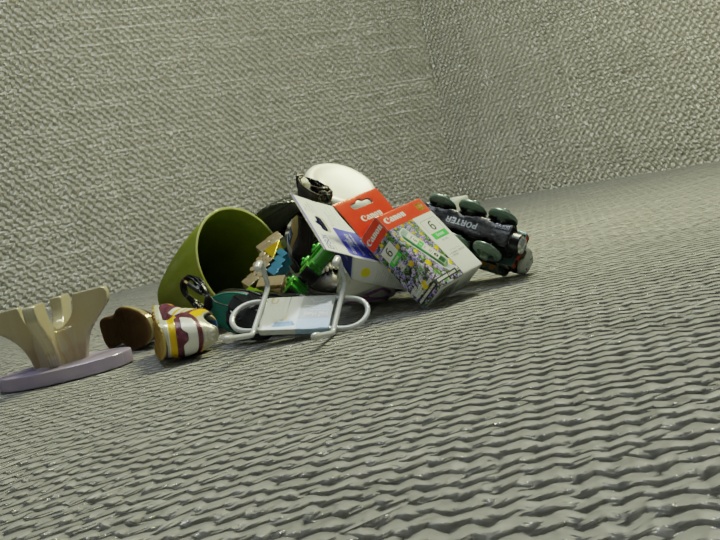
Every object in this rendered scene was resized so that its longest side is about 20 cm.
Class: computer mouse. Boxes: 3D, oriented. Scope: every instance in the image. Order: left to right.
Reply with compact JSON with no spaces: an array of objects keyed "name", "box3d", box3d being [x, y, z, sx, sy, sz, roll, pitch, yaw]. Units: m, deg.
[{"name":"computer mouse","box3d":[-0.196,0.050,1.393,0.198,0.060,0.034,20,15,36]}]

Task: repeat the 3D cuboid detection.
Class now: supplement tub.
[{"name":"supplement tub","box3d":[-0.060,-0.083,1.847,0.142,0.202,0.146,13,34,-9]}]

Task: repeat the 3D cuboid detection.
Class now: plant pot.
[{"name":"plant pot","box3d":[-0.257,0.017,1.671,0.199,0.190,0.186,-27,-6,42]}]

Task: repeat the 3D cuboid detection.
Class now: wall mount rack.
[{"name":"wall mount rack","box3d":[-0.092,0.054,1.266,0.196,0.075,0.175,-3,39,14]}]

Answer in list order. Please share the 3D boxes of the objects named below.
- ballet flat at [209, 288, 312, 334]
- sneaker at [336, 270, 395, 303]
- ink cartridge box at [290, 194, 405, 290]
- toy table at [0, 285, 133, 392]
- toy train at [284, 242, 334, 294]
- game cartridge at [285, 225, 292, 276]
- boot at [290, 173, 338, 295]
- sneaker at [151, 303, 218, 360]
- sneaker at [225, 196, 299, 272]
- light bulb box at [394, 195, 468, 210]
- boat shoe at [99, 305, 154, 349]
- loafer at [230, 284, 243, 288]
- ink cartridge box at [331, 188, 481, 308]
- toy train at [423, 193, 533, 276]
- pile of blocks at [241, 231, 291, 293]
[{"name":"ballet flat","box3d":[-0.130,0.063,1.412,0.197,0.069,0.068,4,3,35]},{"name":"sneaker","box3d":[0.000,0.000,1.510,0.074,0.102,0.200,-2,2,-17]},{"name":"ink cartridge box","box3d":[0.003,-0.036,1.432,0.197,0.048,0.198,11,23,-24]},{"name":"toy table","box3d":[-0.447,0.100,1.447,0.197,0.119,0.184,-14,5,-12]},{"name":"toy train","box3d":[-0.073,-0.009,1.569,0.201,0.042,0.056,-51,10,12]},{"name":"game cartridge","box3d":[-0.152,-0.019,1.935,0.041,0.135,0.199,21,14,20]},{"name":"boot","box3d":[-0.071,-0.061,1.700,0.068,0.177,0.200,-11,32,-32]},{"name":"sneaker","box3d":[-0.252,0.088,1.406,0.088,0.076,0.200,-5,9,-14]},{"name":"sneaker","box3d":[-0.165,-0.059,1.727,0.199,0.091,0.076,-35,-1,32]},{"name":"light bulb box","box3d":[0.081,-0.044,1.673,0.195,0.127,0.200,-10,4,22]},{"name":"boat shoe","box3d":[-0.372,0.091,1.640,0.071,0.073,0.199,-17,0,-34]},{"name":"loafer","box3d":[-0.225,0.035,1.798,0.198,0.070,0.071,-8,51,41]},{"name":"ink cartridge box","box3d":[0.064,-0.049,1.360,0.108,0.200,0.051,-25,-23,-47]},{"name":"toy train","box3d":[0.165,-0.049,1.458,0.198,0.086,0.114,17,-19,33]},{"name":"pile of blocks","box3d":[-0.142,0.027,1.546,0.081,0.063,0.202,-3,43,23]}]
